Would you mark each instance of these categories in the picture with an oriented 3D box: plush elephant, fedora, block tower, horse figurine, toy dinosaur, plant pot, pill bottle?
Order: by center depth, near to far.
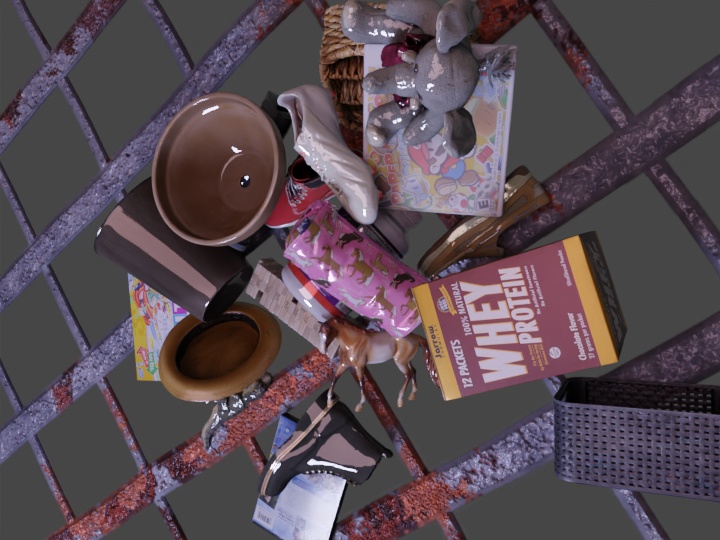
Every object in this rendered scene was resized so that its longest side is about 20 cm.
[{"bbox_3d":[0.068,-0.206,0.682,0.196,0.155,0.167,-1,111,14],"label":"plush elephant"},{"bbox_3d":[-0.180,-0.131,0.891,0.197,0.093,0.205,-2,84,19],"label":"plant pot"},{"bbox_3d":[-0.009,-0.027,0.900,0.200,0.112,0.112,-46,74,2],"label":"pill bottle"},{"bbox_3d":[0.030,0.126,0.904,0.196,0.050,0.135,0,101,-17],"label":"horse figurine"},{"bbox_3d":[-0.089,0.058,0.993,0.199,0.054,0.058,33,108,20],"label":"block tower"},{"bbox_3d":[-0.216,0.140,1.018,0.198,0.201,0.083,18,139,23],"label":"fedora"},{"bbox_3d":[-0.233,0.218,1.083,0.088,0.047,0.200,49,115,7],"label":"toy dinosaur"}]

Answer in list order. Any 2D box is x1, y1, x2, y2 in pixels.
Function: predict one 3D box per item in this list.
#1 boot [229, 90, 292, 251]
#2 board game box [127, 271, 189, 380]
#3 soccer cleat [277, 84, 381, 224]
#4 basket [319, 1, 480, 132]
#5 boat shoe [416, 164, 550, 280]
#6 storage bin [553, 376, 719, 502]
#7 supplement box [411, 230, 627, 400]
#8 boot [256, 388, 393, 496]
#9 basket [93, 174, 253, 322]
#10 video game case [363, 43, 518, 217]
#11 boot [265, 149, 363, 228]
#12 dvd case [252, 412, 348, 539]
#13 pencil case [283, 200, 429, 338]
[{"bbox_3d":[-0.157,-0.153,0.975,0.201,0.065,0.166,-50,43,19],"label":"boot"},{"bbox_3d":[-0.338,0.089,1.127,0.132,0.034,0.204,-4,92,26],"label":"board game box"},{"bbox_3d":[-0.041,-0.142,0.807,0.069,0.077,0.202,-45,65,53],"label":"soccer cleat"},{"bbox_3d":[0.043,-0.260,0.854,0.197,0.142,0.152,12,99,25],"label":"basket"},{"bbox_3d":[0.163,-0.045,0.858,0.200,0.072,0.076,-43,88,22],"label":"boat shoe"},{"bbox_3d":[0.333,0.189,0.752,0.197,0.135,0.096,-1,94,26],"label":"storage bin"},{"bbox_3d":[0.197,0.048,0.772,0.195,0.199,0.135,-19,86,26],"label":"supplement box"},{"bbox_3d":[-0.058,0.299,0.970,0.138,0.077,0.201,39,109,13],"label":"boot"},{"bbox_3d":[-0.274,-0.029,1.002,0.199,0.136,0.181,40,71,8],"label":"basket"},{"bbox_3d":[0.092,-0.170,0.789,0.179,0.023,0.203,5,113,11],"label":"video game case"},{"bbox_3d":[-0.095,-0.121,0.932,0.198,0.144,0.073,-26,84,26],"label":"boot"},{"bbox_3d":[-0.092,0.349,1.037,0.141,0.017,0.203,21,102,22],"label":"dvd case"},{"bbox_3d":[0.000,0.000,0.808,0.199,0.083,0.086,37,151,-11],"label":"pencil case"}]
